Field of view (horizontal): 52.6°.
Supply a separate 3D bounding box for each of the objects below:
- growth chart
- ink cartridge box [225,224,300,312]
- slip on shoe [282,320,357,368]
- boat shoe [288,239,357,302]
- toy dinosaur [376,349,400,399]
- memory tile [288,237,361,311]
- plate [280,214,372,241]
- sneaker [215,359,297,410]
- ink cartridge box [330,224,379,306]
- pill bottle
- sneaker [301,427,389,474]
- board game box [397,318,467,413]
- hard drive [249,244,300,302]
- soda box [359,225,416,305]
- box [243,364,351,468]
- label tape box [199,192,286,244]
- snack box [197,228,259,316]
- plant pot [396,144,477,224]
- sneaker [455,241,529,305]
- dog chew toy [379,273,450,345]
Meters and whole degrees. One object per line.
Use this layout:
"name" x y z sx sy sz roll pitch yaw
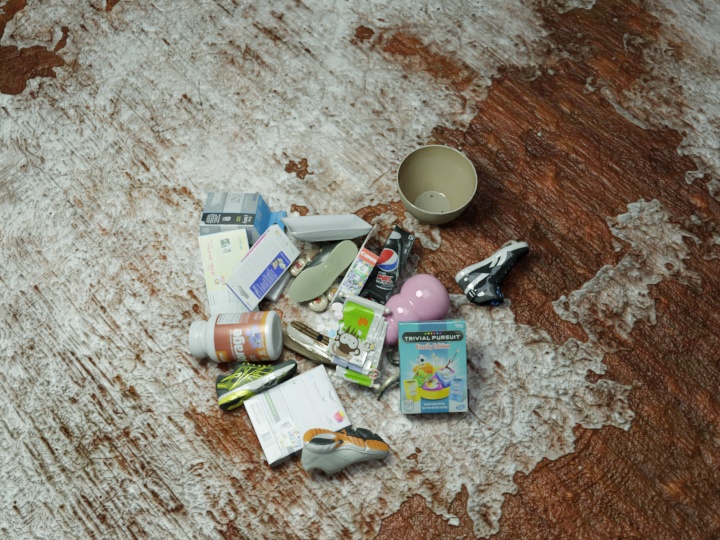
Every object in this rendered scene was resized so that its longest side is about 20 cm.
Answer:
"growth chart" -0.008 0.157 1.638 0.143 0.018 0.203 10 86 -6
"ink cartridge box" -0.233 -0.007 1.717 0.095 0.037 0.201 51 58 -25
"slip on shoe" -0.090 0.190 1.687 0.198 0.076 0.061 28 108 3
"boat shoe" -0.094 -0.002 1.747 0.201 0.063 0.074 -42 115 -5
"toy dinosaur" 0.109 0.212 1.681 0.198 0.048 0.089 -26 76 -9
"memory tile" -0.064 0.001 1.787 0.198 0.017 0.154 -26 77 -15
"plate" -0.086 -0.103 1.774 0.197 0.200 0.033 -5 104 -13
"sneaker" -0.240 0.238 1.650 0.198 0.075 0.085 -24 65 -12
"ink cartridge box" 0.000 0.000 1.727 0.050 0.109 0.201 30 71 -1
"pill bottle" -0.285 0.153 1.666 0.197 0.112 0.114 -4 62 9
"sneaker" -0.037 0.397 1.581 0.197 0.093 0.076 8 21 -16
"board game box" 0.161 0.214 1.629 0.149 0.047 0.203 -2 92 -1
"hard drive" -0.266 -0.018 1.807 0.198 0.025 0.133 23 65 11
"soda box" 0.065 -0.006 1.762 0.063 0.071 0.201 28 61 -3
"box" -0.141 0.323 1.627 0.198 0.041 0.157 -25 66 -11
"label tape box" -0.290 -0.131 1.816 0.197 0.067 0.144 -1 39 1
"snack box" -0.312 0.008 1.734 0.115 0.037 0.203 -9 95 -5
"plant pot" 0.186 -0.193 1.837 0.197 0.135 0.203 0 62 0
"sneaker" 0.341 0.020 1.771 0.198 0.073 0.113 -27 69 -4
"dog chew toy" 0.112 0.100 1.701 0.199 0.125 0.125 -38 69 -9
